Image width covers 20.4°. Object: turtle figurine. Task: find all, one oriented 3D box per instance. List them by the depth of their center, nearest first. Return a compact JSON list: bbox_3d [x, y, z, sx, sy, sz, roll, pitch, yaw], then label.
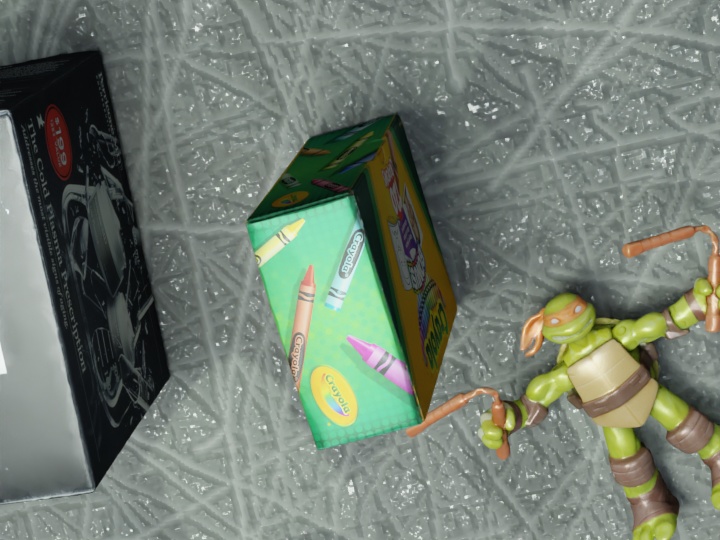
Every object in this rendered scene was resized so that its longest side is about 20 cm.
[{"bbox_3d":[0.137,0.073,1.111,0.199,0.064,0.162,-34,106,5],"label":"turtle figurine"}]

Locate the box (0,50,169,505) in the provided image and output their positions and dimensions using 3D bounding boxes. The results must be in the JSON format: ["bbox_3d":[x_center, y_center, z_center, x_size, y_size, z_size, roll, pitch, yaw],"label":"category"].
[{"bbox_3d":[-0.187,0.000,1.068,0.103,0.182,0.202,-8,105,8],"label":"box"}]

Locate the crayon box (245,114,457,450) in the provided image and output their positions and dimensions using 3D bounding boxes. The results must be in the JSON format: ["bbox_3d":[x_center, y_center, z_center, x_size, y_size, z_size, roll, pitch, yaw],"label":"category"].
[{"bbox_3d":[0.000,0.000,1.036,0.058,0.200,0.120,-15,103,11],"label":"crayon box"}]
